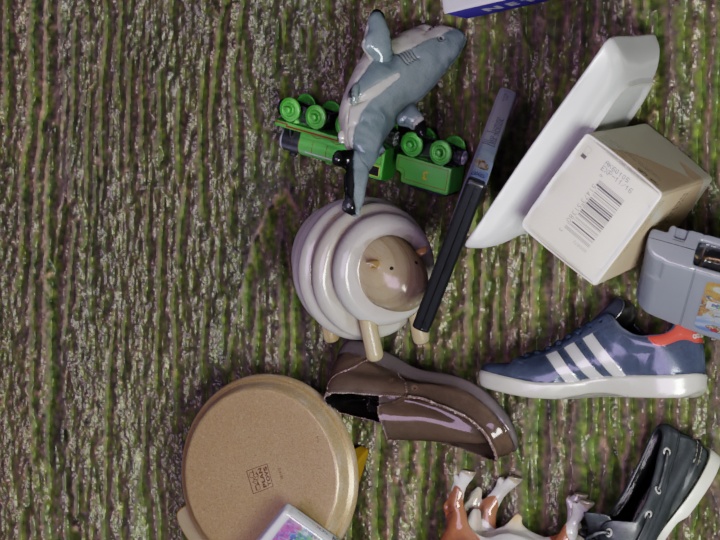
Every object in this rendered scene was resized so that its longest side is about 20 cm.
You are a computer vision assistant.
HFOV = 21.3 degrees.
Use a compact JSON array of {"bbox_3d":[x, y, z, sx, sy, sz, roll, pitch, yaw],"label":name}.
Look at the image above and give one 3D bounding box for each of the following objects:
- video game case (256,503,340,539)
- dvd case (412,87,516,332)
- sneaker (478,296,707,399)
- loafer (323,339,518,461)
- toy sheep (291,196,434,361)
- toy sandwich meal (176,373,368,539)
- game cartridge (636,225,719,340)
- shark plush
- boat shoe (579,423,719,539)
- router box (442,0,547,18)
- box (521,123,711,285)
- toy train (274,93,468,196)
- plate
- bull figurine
[{"bbox_3d":[-0.052,0.335,1.737,0.181,0.024,0.201,36,109,-8],"label":"video game case"},{"bbox_3d":[0.087,-0.053,1.591,0.017,0.200,0.144,21,119,1],"label":"dvd case"},{"bbox_3d":[0.196,0.066,1.622,0.198,0.075,0.086,-2,86,21],"label":"sneaker"},{"bbox_3d":[0.050,0.130,1.687,0.199,0.073,0.071,19,58,34],"label":"loafer"},{"bbox_3d":[0.000,0.000,1.686,0.199,0.137,0.140,14,99,59],"label":"toy sheep"},{"bbox_3d":[-0.080,0.195,1.772,0.203,0.070,0.208,0,89,25],"label":"toy sandwich meal"},{"bbox_3d":[0.318,0.026,1.509,0.198,0.133,0.042,16,66,10],"label":"game cartridge"},{"bbox_3d":[0.025,-0.142,1.658,0.082,0.201,0.091,17,141,9],"label":"shark plush"},{"bbox_3d":[0.215,0.211,1.567,0.066,0.074,0.200,41,81,-9],"label":"boat shoe"},{"bbox_3d":[0.156,-0.326,1.643,0.198,0.049,0.182,-8,88,28],"label":"router box"},{"bbox_3d":[0.209,-0.057,1.533,0.078,0.200,0.095,39,110,13],"label":"box"},{"bbox_3d":[0.007,-0.113,1.733,0.198,0.042,0.057,17,110,26],"label":"toy train"},{"bbox_3d":[0.176,-0.101,1.556,0.032,0.200,0.200,37,107,11],"label":"plate"},{"bbox_3d":[0.153,0.247,1.650,0.198,0.065,0.123,11,93,25],"label":"bull figurine"}]
